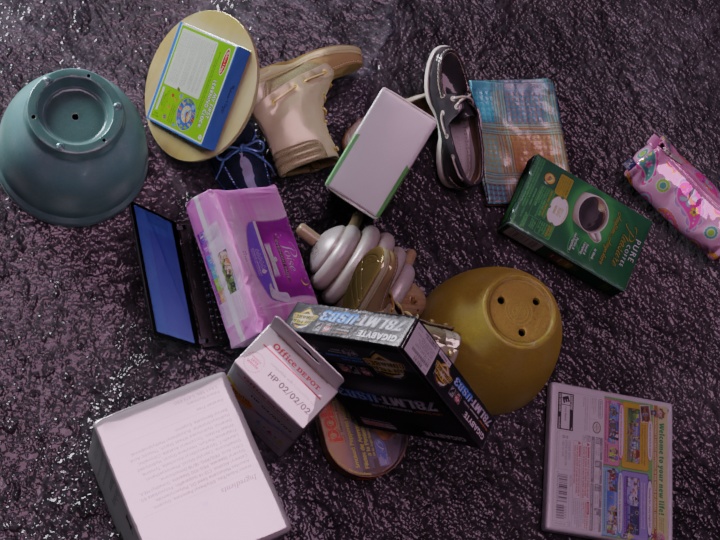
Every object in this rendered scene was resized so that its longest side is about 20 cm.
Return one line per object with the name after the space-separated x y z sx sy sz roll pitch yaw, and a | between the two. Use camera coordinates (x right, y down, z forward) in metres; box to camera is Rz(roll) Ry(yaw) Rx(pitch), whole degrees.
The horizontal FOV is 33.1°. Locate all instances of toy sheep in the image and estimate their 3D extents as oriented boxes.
0.000 0.000 1.580 0.199 0.138 0.138 31 65 -5 | toy sheep

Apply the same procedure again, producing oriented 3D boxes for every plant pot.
-0.364 -0.174 1.542 0.199 0.134 0.202 5 68 -14 | plant pot
0.186 0.074 1.592 0.198 0.142 0.202 6 68 -14 | plant pot

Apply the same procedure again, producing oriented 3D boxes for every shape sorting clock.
-0.209 -0.242 1.598 0.039 0.199 0.202 12 61 -50 | shape sorting clock

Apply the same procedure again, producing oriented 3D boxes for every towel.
0.233 -0.190 1.772 0.145 0.022 0.202 -3 71 -15 | towel

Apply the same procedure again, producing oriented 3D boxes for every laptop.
-0.186 -0.001 1.541 0.198 0.103 0.179 -8 72 -18 | laptop

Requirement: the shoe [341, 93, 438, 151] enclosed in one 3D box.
0.061 -0.214 1.716 0.199 0.053 0.070 -27 78 -23 | shoe

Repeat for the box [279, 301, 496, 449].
0.031 0.123 1.418 0.050 0.199 0.199 -56 130 -27 | box

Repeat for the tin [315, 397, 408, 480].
-0.009 0.171 1.560 0.111 0.042 0.201 -8 72 -22 | tin

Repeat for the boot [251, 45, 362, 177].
-0.058 -0.221 1.679 0.199 0.073 0.156 -22 81 -30 | boot

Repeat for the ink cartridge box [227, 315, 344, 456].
-0.099 0.142 1.456 0.115 0.200 0.068 43 65 4 | ink cartridge box

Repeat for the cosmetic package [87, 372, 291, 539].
-0.202 0.255 1.404 0.164 0.165 0.201 -20 75 -21 | cosmetic package

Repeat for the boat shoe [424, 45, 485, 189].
0.135 -0.213 1.688 0.073 0.060 0.202 -8 99 -29 | boat shoe

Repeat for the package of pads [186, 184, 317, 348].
-0.133 -0.009 1.532 0.120 0.075 0.201 -10 75 -45 | package of pads

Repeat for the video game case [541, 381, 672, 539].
0.333 0.262 1.626 0.181 0.022 0.202 11 66 -11 | video game case

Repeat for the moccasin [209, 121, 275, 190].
-0.178 -0.176 1.629 0.080 0.068 0.201 -27 79 -22 | moccasin

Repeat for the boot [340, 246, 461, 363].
0.054 0.062 1.499 0.153 0.201 0.072 13 40 -11 | boot

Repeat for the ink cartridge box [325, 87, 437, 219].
0.025 -0.147 1.582 0.084 0.200 0.147 31 91 -1 | ink cartridge box

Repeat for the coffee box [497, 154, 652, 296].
0.305 -0.063 1.720 0.199 0.044 0.124 28 70 -7 | coffee box

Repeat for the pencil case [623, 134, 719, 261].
0.478 -0.108 1.773 0.200 0.087 0.087 46 65 4 | pencil case
